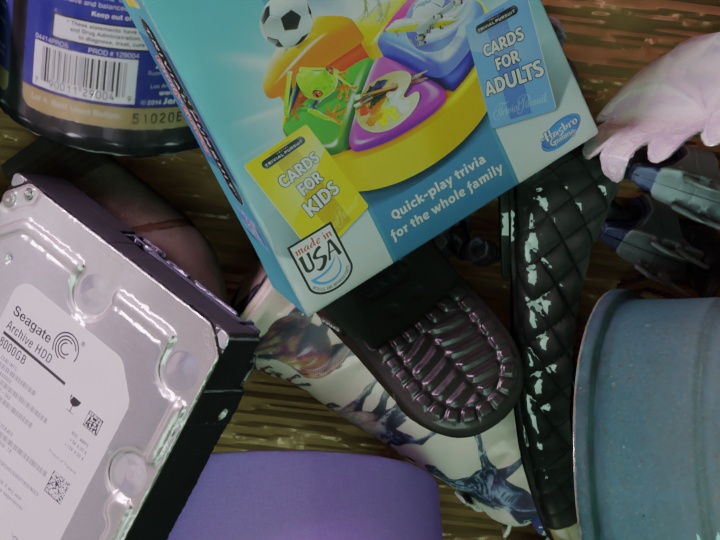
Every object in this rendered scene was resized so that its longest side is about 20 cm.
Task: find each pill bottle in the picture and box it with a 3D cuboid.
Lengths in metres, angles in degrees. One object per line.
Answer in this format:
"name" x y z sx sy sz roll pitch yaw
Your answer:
"pill bottle" -0.097 -0.159 0.938 0.112 0.112 0.200 7 117 -3

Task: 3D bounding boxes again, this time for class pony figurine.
"pony figurine" 0.214 -0.086 0.948 0.166 0.193 0.200 -11 123 50

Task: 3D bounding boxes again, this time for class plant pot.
"plant pot" 0.214 0.093 0.931 0.196 0.200 0.201 -9 117 21

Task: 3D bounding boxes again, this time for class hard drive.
"hard drive" -0.139 0.076 0.956 0.140 0.038 0.200 37 106 27

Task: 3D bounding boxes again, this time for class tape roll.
"tape roll" -0.059 0.141 1.048 0.200 0.066 0.200 -5 161 -2

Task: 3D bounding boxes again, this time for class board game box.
"board game box" -0.008 -0.105 0.897 0.151 0.047 0.200 -33 117 -10

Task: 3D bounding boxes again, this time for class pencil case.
"pencil case" 0.021 0.052 1.063 0.200 0.078 0.090 31 98 -15

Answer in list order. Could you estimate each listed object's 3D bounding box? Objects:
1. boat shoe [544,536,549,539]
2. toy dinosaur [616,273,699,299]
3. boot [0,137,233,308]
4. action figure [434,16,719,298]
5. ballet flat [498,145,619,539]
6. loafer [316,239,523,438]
"boat shoe" 0.106 0.145 1.065 0.200 0.073 0.062 -51 144 -17
"toy dinosaur" 0.235 0.085 1.102 0.200 0.105 0.182 19 132 28
"boot" -0.154 0.034 1.023 0.200 0.070 0.146 -37 80 19
"action figure" 0.086 -0.053 1.017 0.200 0.069 0.130 21 122 -6
"ballet flat" 0.095 0.040 0.987 0.057 0.066 0.200 -5 114 5
"loafer" 0.000 0.000 0.989 0.073 0.200 0.071 -29 159 -9
